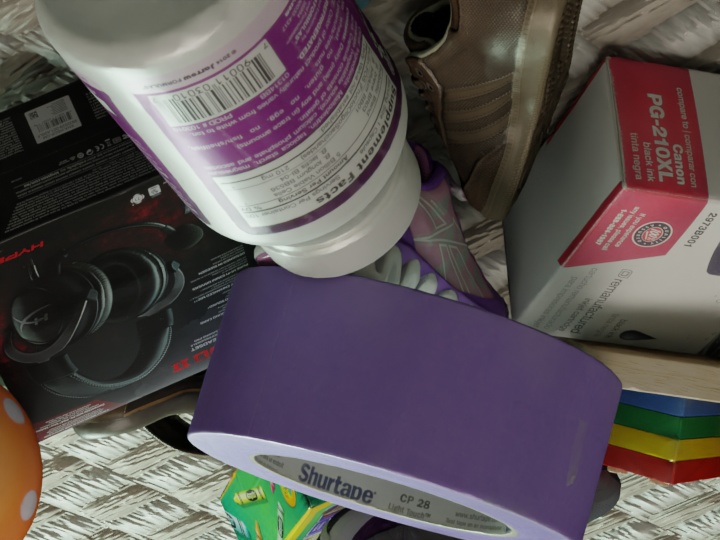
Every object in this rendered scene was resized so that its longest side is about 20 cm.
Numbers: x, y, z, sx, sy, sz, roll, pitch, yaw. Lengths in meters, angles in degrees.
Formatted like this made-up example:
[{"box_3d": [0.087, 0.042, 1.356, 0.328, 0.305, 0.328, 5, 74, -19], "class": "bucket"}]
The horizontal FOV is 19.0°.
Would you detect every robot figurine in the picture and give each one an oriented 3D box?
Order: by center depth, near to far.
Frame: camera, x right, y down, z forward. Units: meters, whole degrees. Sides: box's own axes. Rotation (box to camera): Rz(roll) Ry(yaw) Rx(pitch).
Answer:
[{"box_3d": [-0.220, 0.107, 1.081, 0.116, 0.144, 0.200, 35, 165, -8], "class": "robot figurine"}]

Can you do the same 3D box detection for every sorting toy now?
[{"box_3d": [0.204, 0.083, 1.186, 0.199, 0.070, 0.199, 8, -178, -2], "class": "sorting toy"}]

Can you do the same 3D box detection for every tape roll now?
[{"box_3d": [0.022, 0.071, 1.048, 0.199, 0.085, 0.200, 16, 169, 3], "class": "tape roll"}]

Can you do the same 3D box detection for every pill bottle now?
[{"box_3d": [-0.046, -0.080, 0.912, 0.112, 0.113, 0.200, -14, 147, 16], "class": "pill bottle"}]

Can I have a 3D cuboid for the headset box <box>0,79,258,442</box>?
[{"box_3d": [-0.127, -0.005, 1.086, 0.148, 0.077, 0.200, -23, 147, -8], "class": "headset box"}]

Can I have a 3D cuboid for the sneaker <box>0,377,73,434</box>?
[{"box_3d": [-0.211, 0.030, 1.177, 0.199, 0.074, 0.118, 10, 143, -22], "class": "sneaker"}]

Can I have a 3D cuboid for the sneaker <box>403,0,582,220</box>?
[{"box_3d": [0.058, -0.099, 1.024, 0.075, 0.071, 0.200, 23, 151, 8], "class": "sneaker"}]

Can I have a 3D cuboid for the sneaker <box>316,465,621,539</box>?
[{"box_3d": [0.074, 0.167, 1.223, 0.199, 0.088, 0.075, -12, 141, -25], "class": "sneaker"}]

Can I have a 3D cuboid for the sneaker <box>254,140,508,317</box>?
[{"box_3d": [0.026, -0.016, 1.081, 0.080, 0.089, 0.200, 8, 167, 30], "class": "sneaker"}]

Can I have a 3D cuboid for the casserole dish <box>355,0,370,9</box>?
[{"box_3d": [-0.056, -0.172, 0.904, 0.121, 0.039, 0.200, -17, 146, 19], "class": "casserole dish"}]

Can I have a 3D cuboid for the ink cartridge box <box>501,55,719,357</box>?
[{"box_3d": [0.193, -0.025, 1.116, 0.199, 0.085, 0.145, 7, 148, -18], "class": "ink cartridge box"}]

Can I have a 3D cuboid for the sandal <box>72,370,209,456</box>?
[{"box_3d": [-0.087, 0.083, 1.231, 0.081, 0.055, 0.200, -13, 178, 32], "class": "sandal"}]

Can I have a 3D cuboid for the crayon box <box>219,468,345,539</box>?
[{"box_3d": [-0.007, 0.114, 1.263, 0.118, 0.058, 0.200, -23, 167, -19], "class": "crayon box"}]
